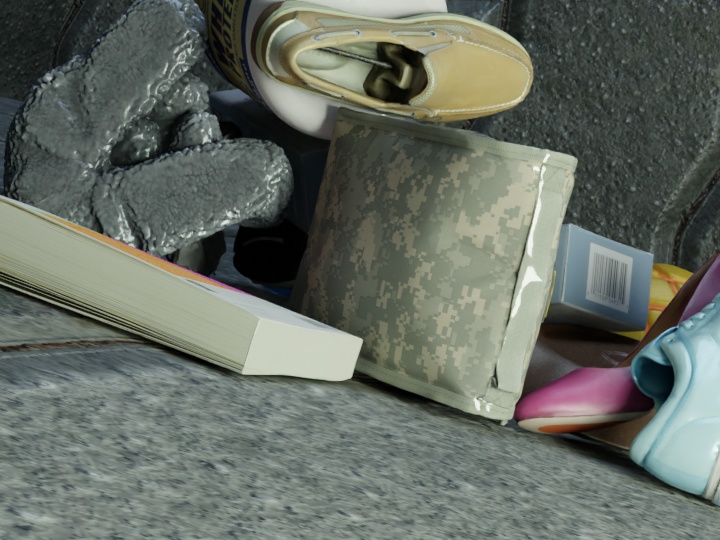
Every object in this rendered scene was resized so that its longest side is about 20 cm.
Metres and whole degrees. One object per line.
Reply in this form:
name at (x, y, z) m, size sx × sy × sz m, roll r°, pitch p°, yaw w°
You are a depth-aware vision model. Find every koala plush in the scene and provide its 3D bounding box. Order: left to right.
koala plush at (-0.151, -0.073, 1.295) m, size 0.178 × 0.183 × 0.200 m, roll 60°, pitch 1°, yaw 4°

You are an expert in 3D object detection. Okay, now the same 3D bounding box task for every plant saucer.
plant saucer at (0.182, 0.078, 1.258) m, size 0.199 × 0.037 × 0.200 m, roll 15°, pitch 13°, yaw -4°

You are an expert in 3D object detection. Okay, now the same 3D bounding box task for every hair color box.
hair color box at (-0.033, -0.091, 1.351) m, size 0.098 × 0.061 × 0.200 m, roll -12°, pitch 22°, yaw -20°
hair color box at (0.109, 0.011, 1.362) m, size 0.099 × 0.061 × 0.199 m, roll 18°, pitch -15°, yaw -41°

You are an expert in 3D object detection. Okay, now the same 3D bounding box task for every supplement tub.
supplement tub at (-0.037, -0.181, 1.275) m, size 0.143 × 0.145 × 0.200 m, roll 14°, pitch 11°, yaw -26°

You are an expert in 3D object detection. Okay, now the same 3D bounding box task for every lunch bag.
lunch bag at (0.056, -0.005, 1.135) m, size 0.117 × 0.165 × 0.200 m, roll 13°, pitch 4°, yaw -34°

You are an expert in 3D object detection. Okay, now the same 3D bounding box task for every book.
book at (-0.113, 0.014, 1.080) m, size 0.199 × 0.048 × 0.133 m, roll 20°, pitch 3°, yaw 27°

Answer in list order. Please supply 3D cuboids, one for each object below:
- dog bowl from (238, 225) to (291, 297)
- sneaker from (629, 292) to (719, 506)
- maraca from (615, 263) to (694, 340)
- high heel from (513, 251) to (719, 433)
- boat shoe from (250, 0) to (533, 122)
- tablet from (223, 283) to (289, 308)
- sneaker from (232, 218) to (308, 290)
dog bowl at (-0.006, -0.016, 1.477) m, size 0.199 × 0.112 × 0.050 m, roll 16°, pitch -9°, yaw -12°
sneaker at (0.208, 0.047, 1.095) m, size 0.081 × 0.074 × 0.201 m, roll 19°, pitch 44°, yaw 7°
maraca at (0.218, 0.058, 1.431) m, size 0.137 × 0.108 × 0.199 m, roll 24°, pitch 33°, yaw 32°
high heel at (0.169, 0.046, 1.149) m, size 0.199 × 0.097 × 0.067 m, roll -7°, pitch -9°, yaw -37°
boat shoe at (0.031, -0.125, 1.162) m, size 0.199 × 0.072 × 0.076 m, roll 1°, pitch 21°, yaw -26°
tablet at (-0.001, 0.044, 1.333) m, size 0.199 × 0.014 × 0.130 m, roll 13°, pitch 6°, yaw -33°
sneaker at (0.000, 0.000, 1.343) m, size 0.199 × 0.074 × 0.079 m, roll 20°, pitch 0°, yaw 38°
